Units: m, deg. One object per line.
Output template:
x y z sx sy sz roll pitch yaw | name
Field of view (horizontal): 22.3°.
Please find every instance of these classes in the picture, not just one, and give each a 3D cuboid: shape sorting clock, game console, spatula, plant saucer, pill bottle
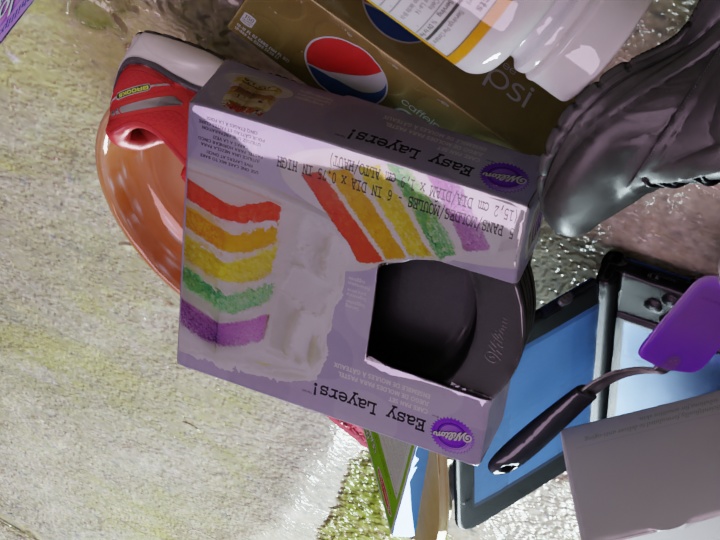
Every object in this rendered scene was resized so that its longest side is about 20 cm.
0.029 0.077 1.151 0.039 0.201 0.200 -7 150 -13 | shape sorting clock
0.156 0.097 1.110 0.170 0.119 0.200 20 147 18 | game console
0.142 0.066 1.035 0.056 0.021 0.200 17 138 -37 | spatula
-0.080 -0.042 1.169 0.199 0.037 0.201 24 140 22 | plant saucer
0.038 -0.167 0.845 0.200 0.110 0.109 35 148 -8 | pill bottle

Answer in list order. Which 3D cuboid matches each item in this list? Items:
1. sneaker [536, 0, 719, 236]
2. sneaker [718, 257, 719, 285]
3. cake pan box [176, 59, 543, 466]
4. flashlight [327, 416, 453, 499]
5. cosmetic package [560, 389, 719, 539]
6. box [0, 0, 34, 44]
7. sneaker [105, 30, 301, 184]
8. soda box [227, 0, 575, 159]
0.161 -0.070 0.833 0.200 0.076 0.091 -44 72 35 | sneaker
0.274 0.056 0.941 0.199 0.080 0.130 35 179 22 | sneaker
0.000 0.000 0.988 0.199 0.052 0.185 19 131 12 | cake pan box
-0.010 0.097 1.299 0.200 0.068 0.068 40 145 -12 | flashlight
0.196 0.168 1.125 0.107 0.085 0.200 -13 142 7 | cosmetic package
-0.274 -0.227 1.035 0.175 0.097 0.200 29 149 2 | box
-0.059 -0.069 1.044 0.199 0.085 0.077 22 180 26 | sneaker
0.033 -0.108 0.976 0.200 0.064 0.068 35 149 -8 | soda box
